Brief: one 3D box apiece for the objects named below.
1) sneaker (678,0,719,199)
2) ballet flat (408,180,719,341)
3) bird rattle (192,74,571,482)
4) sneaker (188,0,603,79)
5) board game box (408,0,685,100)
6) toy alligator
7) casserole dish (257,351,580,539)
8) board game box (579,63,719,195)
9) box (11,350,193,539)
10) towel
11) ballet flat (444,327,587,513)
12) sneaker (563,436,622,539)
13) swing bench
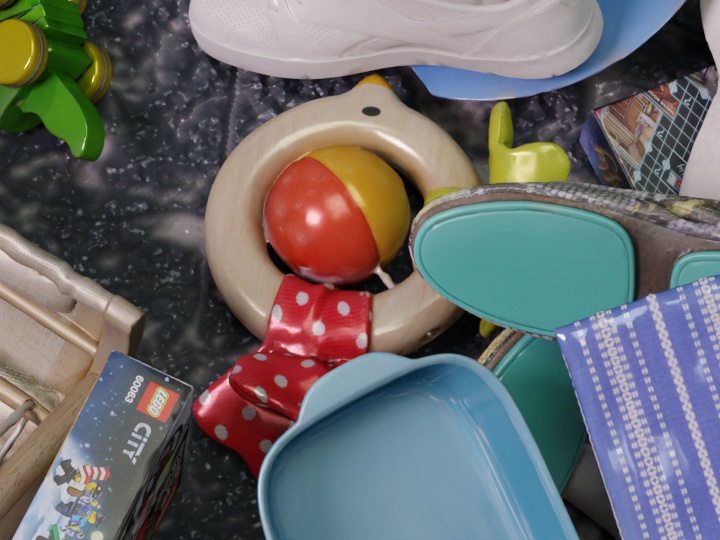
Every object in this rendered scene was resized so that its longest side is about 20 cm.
[{"bbox_3d":[0.201,-0.063,1.145,0.088,0.075,0.200,17,73,-29],"label":"sneaker"},{"bbox_3d":[0.122,-0.003,1.051,0.200,0.072,0.072,8,68,9],"label":"ballet flat"},{"bbox_3d":[0.000,0.000,1.132,0.200,0.113,0.163,-37,66,-5],"label":"bird rattle"},{"bbox_3d":[-0.001,-0.143,1.120,0.200,0.116,0.074,2,60,24],"label":"sneaker"},{"bbox_3d":[0.075,-0.156,1.197,0.158,0.039,0.200,-34,57,-1],"label":"board game box"},{"bbox_3d":[-0.166,-0.133,1.163,0.054,0.059,0.200,-27,71,26],"label":"toy alligator"},{"bbox_3d":[0.029,0.128,1.020,0.121,0.039,0.200,-28,98,-21],"label":"casserole dish"},{"bbox_3d":[0.206,-0.006,1.174,0.135,0.035,0.200,-21,74,-15],"label":"board game box"},{"bbox_3d":[-0.129,0.145,1.017,0.038,0.137,0.200,25,69,4],"label":"box"},{"bbox_3d":[0.192,0.060,0.992,0.200,0.024,0.145,-18,90,7],"label":"towel"},{"bbox_3d":[0.044,0.109,1.083,0.071,0.071,0.200,18,80,-1],"label":"ballet flat"},{"bbox_3d":[0.159,0.137,1.098,0.200,0.070,0.080,29,89,10],"label":"sneaker"},{"bbox_3d":[-0.228,0.054,1.046,0.199,0.130,0.200,34,64,6],"label":"swing bench"}]
